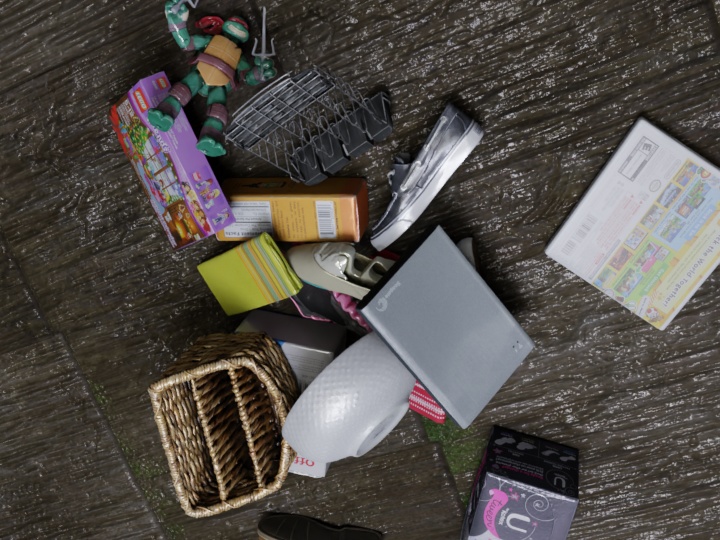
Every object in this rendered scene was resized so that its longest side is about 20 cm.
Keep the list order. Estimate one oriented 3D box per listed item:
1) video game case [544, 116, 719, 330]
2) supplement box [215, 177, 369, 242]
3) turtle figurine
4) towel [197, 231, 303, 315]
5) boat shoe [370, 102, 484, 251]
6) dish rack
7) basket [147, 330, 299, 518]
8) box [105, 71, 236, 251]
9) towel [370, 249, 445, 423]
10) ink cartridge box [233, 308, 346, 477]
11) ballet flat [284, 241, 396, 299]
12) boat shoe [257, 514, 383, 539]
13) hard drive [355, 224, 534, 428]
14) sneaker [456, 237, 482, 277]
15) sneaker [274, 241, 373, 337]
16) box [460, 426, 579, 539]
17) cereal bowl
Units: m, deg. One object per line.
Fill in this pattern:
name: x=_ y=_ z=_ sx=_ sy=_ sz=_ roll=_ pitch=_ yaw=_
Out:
video game case: x=0.352 y=-0.053 z=1.084 sx=0.180 sy=0.023 sz=0.202 roll=32 pitch=115 yaw=-1
supplement box: x=-0.091 y=-0.079 z=1.157 sx=0.195 sy=0.067 sz=0.070 roll=3 pitch=117 yaw=13
turtle figurine: x=-0.170 y=-0.246 z=1.066 sx=0.147 sy=0.101 sz=0.204 roll=20 pitch=75 yaw=2
towel: x=-0.150 y=0.008 z=1.181 sx=0.199 sy=0.018 sz=0.087 roll=-18 pitch=105 yaw=54
boat shoe: x=0.065 y=-0.115 z=1.100 sx=0.067 sy=0.072 sz=0.201 roll=37 pitch=113 yaw=-6
dish rack: x=-0.061 y=-0.174 z=1.043 sx=0.152 sy=0.199 sz=0.055 roll=-32 pitch=62 yaw=22
basket: x=-0.161 y=0.198 z=1.152 sx=0.140 sy=0.149 sz=0.204 roll=-4 pitch=109 yaw=18
box: x=-0.243 y=-0.133 z=1.135 sx=0.136 sy=0.039 sz=0.203 roll=-15 pitch=103 yaw=55
towel: x=0.065 y=0.085 z=1.177 sx=0.143 sy=0.022 sz=0.204 roll=23 pitch=121 yaw=39
ink cartridge box: x=-0.101 y=0.172 z=1.254 sx=0.141 sy=0.084 sz=0.204 roll=10 pitch=114 yaw=11
ballet flat: x=0.000 y=0.000 z=1.110 sx=0.196 sy=0.070 sz=0.071 roll=22 pitch=116 yaw=5
boat shoe: x=-0.064 y=0.428 z=1.360 sx=0.195 sy=0.072 sz=0.069 roll=10 pitch=114 yaw=10
hard drive: x=0.103 y=0.067 z=1.069 sx=0.140 sy=0.033 sz=0.201 roll=-46 pitch=107 yaw=-14
sneaker: x=0.120 y=0.056 z=1.157 sx=0.083 sy=0.073 sz=0.204 roll=-1 pitch=114 yaw=11
sneaker: x=-0.043 y=0.036 z=1.183 sx=0.199 sy=0.079 sz=0.096 roll=39 pitch=129 yaw=16
box: x=0.213 y=0.343 z=1.233 sx=0.129 sy=0.115 sz=0.204 roll=14 pitch=115 yaw=7
cereal bowl: x=0.001 y=0.167 z=1.114 sx=0.083 sy=0.199 sz=0.202 roll=44 pitch=117 yaw=19
